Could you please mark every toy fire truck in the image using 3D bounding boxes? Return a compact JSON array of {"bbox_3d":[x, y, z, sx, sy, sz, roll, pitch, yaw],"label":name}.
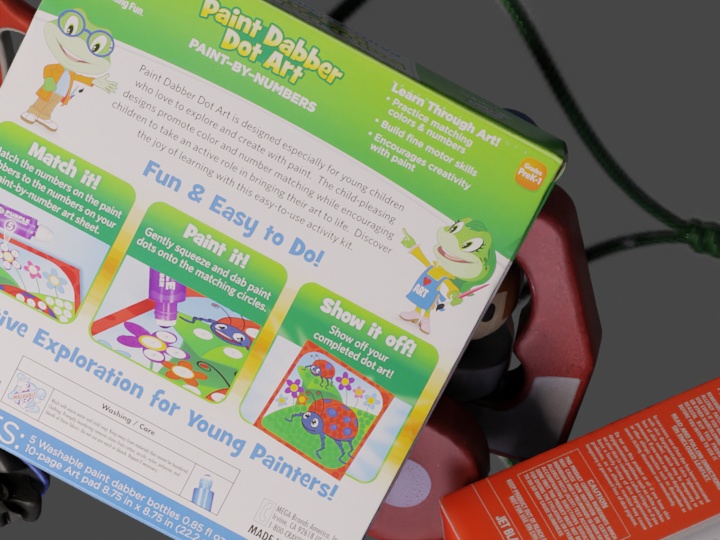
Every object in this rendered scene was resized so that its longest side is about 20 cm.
[{"bbox_3d":[0.000,0.000,1.132,0.199,0.112,0.169,17,126,1],"label":"toy fire truck"}]

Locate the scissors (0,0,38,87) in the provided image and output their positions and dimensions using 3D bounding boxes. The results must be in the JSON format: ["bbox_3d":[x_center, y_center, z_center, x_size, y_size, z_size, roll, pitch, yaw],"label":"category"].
[{"bbox_3d":[-0.147,-0.125,1.101,0.073,0.014,0.201,16,143,8],"label":"scissors"}]

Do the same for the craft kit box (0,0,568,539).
[{"bbox_3d":[-0.055,-0.005,1.071,0.199,0.049,0.198,28,105,-1],"label":"craft kit box"}]

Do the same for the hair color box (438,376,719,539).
[{"bbox_3d":[0.134,0.100,1.138,0.199,0.061,0.102,-21,143,-12],"label":"hair color box"}]

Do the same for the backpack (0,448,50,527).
[{"bbox_3d":[-0.235,0.031,1.238,0.200,0.135,0.182,35,141,-23],"label":"backpack"}]
